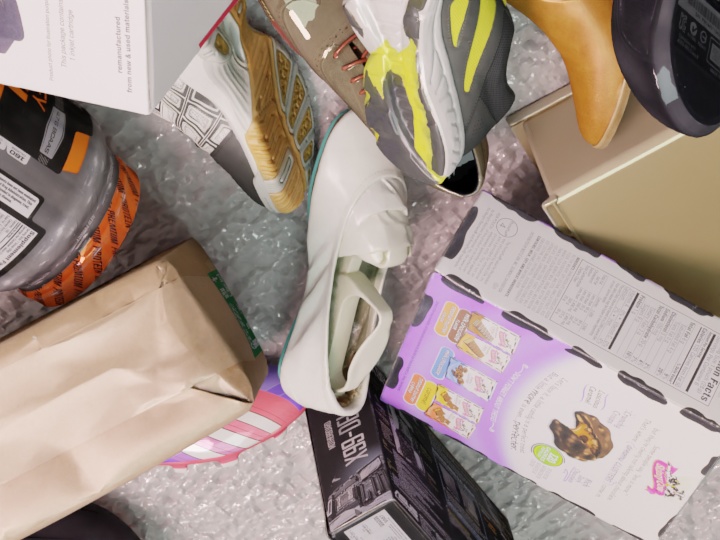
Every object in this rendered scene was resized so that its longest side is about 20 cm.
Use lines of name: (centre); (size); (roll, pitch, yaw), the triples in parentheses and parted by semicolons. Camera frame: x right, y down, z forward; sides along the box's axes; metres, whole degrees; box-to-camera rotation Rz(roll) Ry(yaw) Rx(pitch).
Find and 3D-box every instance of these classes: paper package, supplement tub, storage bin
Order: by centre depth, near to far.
supplement tub: (-0.230, -0.069, 1.356); (0.200, 0.123, 0.123); (35, 113, -30)
paper package: (-0.157, 0.069, 1.395); (0.190, 0.200, 0.104); (-28, 92, 2)
storage bin: (0.229, -0.048, 1.467); (0.200, 0.094, 0.199); (-29, 125, 11)

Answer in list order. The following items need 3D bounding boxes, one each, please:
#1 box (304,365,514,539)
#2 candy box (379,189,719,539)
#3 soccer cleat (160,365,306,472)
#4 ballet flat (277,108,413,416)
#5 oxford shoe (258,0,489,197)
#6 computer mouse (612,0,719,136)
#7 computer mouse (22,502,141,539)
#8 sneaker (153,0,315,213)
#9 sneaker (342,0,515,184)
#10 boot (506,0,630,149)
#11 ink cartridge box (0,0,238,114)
box: (0.041, 0.164, 1.546); (0.050, 0.158, 0.200); (-31, 125, 13)
candy box: (0.127, 0.063, 1.454); (0.200, 0.072, 0.168); (29, 149, 4)
soccer cleat: (-0.132, 0.087, 1.521); (0.200, 0.067, 0.077); (-13, 122, 3)
ballet flat: (0.000, 0.000, 1.462); (0.069, 0.069, 0.200); (7, 115, -14)
oxford shoe: (0.010, -0.122, 1.376); (0.070, 0.075, 0.200); (-43, 111, 9)
computer mouse: (0.182, -0.164, 1.325); (0.053, 0.200, 0.138); (-2, 152, 39)
computer mouse: (-0.204, 0.171, 1.544); (0.200, 0.138, 0.053); (25, 100, -34)
sneaker: (-0.094, -0.111, 1.393); (0.088, 0.076, 0.200); (-5, 136, 26)
sneaker: (0.038, -0.149, 1.304); (0.085, 0.074, 0.200); (-37, 136, -37)
boot: (0.086, -0.169, 1.362); (0.144, 0.071, 0.202); (1, 108, -8)
ink cartridge box: (-0.173, -0.168, 1.239); (0.200, 0.145, 0.084); (13, 128, 14)
